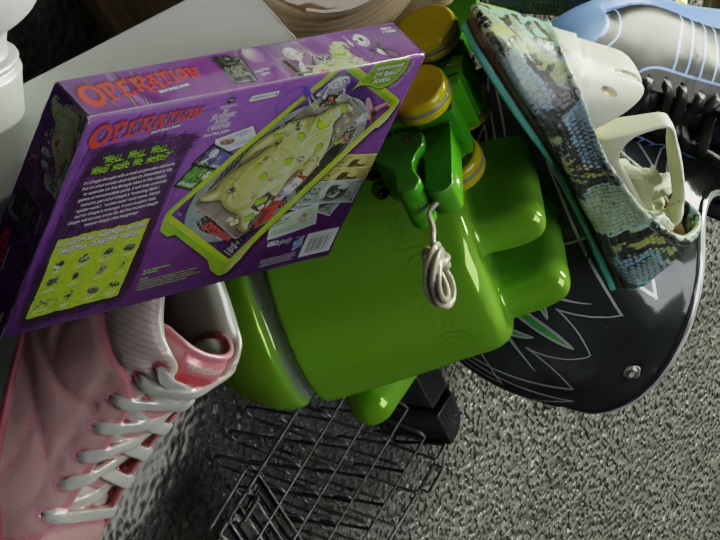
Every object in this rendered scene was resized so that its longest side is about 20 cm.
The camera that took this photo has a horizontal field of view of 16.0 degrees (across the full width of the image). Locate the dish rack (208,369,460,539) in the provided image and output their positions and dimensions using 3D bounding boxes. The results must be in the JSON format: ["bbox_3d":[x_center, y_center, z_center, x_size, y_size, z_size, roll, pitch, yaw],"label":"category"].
[{"bbox_3d":[-0.021,0.108,1.388,0.200,0.054,0.154,-58,140,-26],"label":"dish rack"}]

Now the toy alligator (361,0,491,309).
[{"bbox_3d":[0.023,-0.058,1.190,0.059,0.054,0.201,61,27,-42],"label":"toy alligator"}]

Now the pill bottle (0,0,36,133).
[{"bbox_3d":[-0.185,-0.153,1.007,0.112,0.112,0.201,-31,124,-49],"label":"pill bottle"}]

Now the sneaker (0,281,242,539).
[{"bbox_3d":[-0.115,0.066,1.186,0.075,0.104,0.201,0,101,-58],"label":"sneaker"}]

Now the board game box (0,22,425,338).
[{"bbox_3d":[-0.067,-0.041,1.099,0.200,0.032,0.120,-14,145,-46],"label":"board game box"}]

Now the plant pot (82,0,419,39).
[{"bbox_3d":[-0.033,-0.172,1.175,0.200,0.093,0.202,-8,109,-24],"label":"plant pot"}]

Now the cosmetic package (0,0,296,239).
[{"bbox_3d":[-0.122,-0.046,1.105,0.200,0.051,0.083,-31,153,-24],"label":"cosmetic package"}]

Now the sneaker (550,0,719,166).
[{"bbox_3d":[0.166,-0.094,1.328,0.199,0.078,0.070,-6,138,-43],"label":"sneaker"}]

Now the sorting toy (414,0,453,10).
[{"bbox_3d":[0.015,-0.238,1.324,0.200,0.069,0.200,-23,118,-51],"label":"sorting toy"}]

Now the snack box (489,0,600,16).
[{"bbox_3d":[0.100,-0.251,1.279,0.200,0.067,0.169,70,32,-56],"label":"snack box"}]

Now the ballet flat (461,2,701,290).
[{"bbox_3d":[0.114,-0.070,1.246,0.074,0.074,0.200,-62,142,-24],"label":"ballet flat"}]

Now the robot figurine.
[{"bbox_3d":[0.000,0.000,1.274,0.116,0.199,0.176,-96,165,-48],"label":"robot figurine"}]

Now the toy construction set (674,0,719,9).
[{"bbox_3d":[0.177,-0.174,1.440,0.200,0.092,0.132,25,44,-57],"label":"toy construction set"}]

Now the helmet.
[{"bbox_3d":[0.112,-0.023,1.417,0.191,0.199,0.201,-30,123,-54],"label":"helmet"}]
